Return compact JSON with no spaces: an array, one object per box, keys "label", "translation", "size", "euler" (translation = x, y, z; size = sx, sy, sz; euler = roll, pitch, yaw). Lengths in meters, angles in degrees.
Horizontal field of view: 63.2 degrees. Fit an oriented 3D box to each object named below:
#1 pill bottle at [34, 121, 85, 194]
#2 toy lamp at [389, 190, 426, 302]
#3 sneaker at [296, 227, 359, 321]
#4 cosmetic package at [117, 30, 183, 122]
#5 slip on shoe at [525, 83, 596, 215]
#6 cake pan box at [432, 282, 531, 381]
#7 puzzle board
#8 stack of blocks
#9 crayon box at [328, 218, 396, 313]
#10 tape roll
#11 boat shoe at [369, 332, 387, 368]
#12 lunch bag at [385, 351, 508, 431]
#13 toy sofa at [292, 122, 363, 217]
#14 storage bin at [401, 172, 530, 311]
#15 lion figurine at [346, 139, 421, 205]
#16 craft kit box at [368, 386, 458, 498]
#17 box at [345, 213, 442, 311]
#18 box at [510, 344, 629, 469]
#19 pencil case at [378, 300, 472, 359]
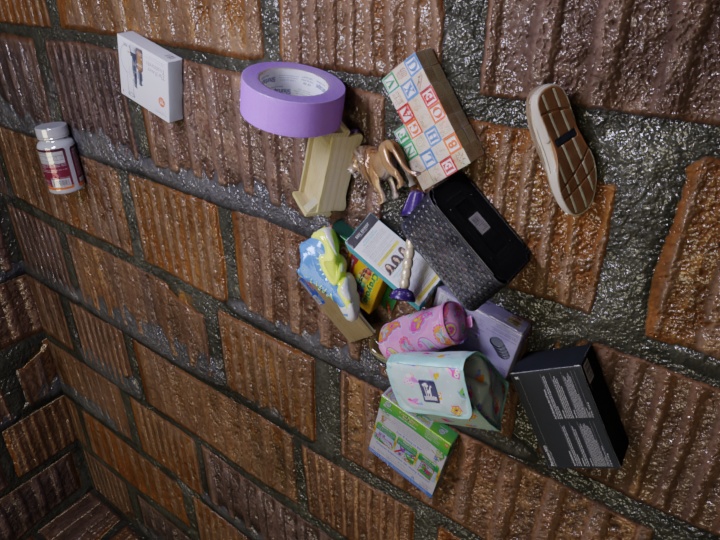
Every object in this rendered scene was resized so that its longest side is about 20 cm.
[{"label":"pill bottle","translation":[-0.955,-0.357,1.857],"size":[0.112,0.113,0.206],"euler":[17,122,33]},{"label":"toy lamp","translation":[0.095,-0.045,1.102],"size":[0.057,0.057,0.207],"euler":[5,86,38]},{"label":"sneaker","translation":[-0.071,0.018,1.233],"size":[0.102,0.076,0.206],"euler":[-18,90,17]},{"label":"cosmetic package","translation":[-0.524,-0.484,1.462],"size":[0.197,0.051,0.154],"euler":[32,133,24]},{"label":"slip on shoe","translation":[0.304,-0.185,0.903],"size":[0.204,0.075,0.061],"euler":[62,175,-16]},{"label":"cake pan box","translation":[0.217,0.140,1.156],"size":[0.197,0.052,0.189],"euler":[28,126,27]},{"label":"puzzle board","translation":[-0.056,0.075,1.338],"size":[0.201,0.017,0.150],"euler":[51,155,-5]},{"label":"stack of blocks","translation":[0.116,-0.260,1.020],"size":[0.114,0.058,0.204],"euler":[-24,96,45]},{"label":"crayon box","translation":[0.000,0.000,1.268],"size":[0.198,0.050,0.129],"euler":[37,132,19]},{"label":"tape roll","translation":[-0.127,-0.323,1.096],"size":[0.197,0.199,0.067],"euler":[30,130,24]},{"label":"boat shoe","translation":[0.109,0.202,1.276],"size":[0.196,0.074,0.065],"euler":[29,155,16]},{"label":"lunch bag","translation":[0.158,0.210,1.072],"size":[0.167,0.125,0.199],"euler":[-2,151,38]},{"label":"toy sofa","translation":[-0.071,-0.217,1.203],"size":[0.083,0.095,0.204],"euler":[53,141,39]},{"label":"storage bin","translation":[0.184,-0.052,1.019],"size":[0.201,0.134,0.094],"euler":[51,135,6]},{"label":"lion figurine","translation":[0.045,-0.197,1.078],"size":[0.199,0.071,0.126],"euler":[-25,87,65]},{"label":"craft kit box","translation":[0.119,0.408,1.391],"size":[0.197,0.048,0.202],"euler":[31,132,24]},{"label":"box","translation":[0.068,-0.017,1.170],"size":[0.199,0.083,0.049],"euler":[41,171,16]},{"label":"box","translation":[0.377,0.249,1.056],"size":[0.139,0.078,0.205],"euler":[-17,102,41]},{"label":"pencil case","translation":[0.122,0.121,1.140],"size":[0.198,0.087,0.089],"euler":[-27,95,46]}]
